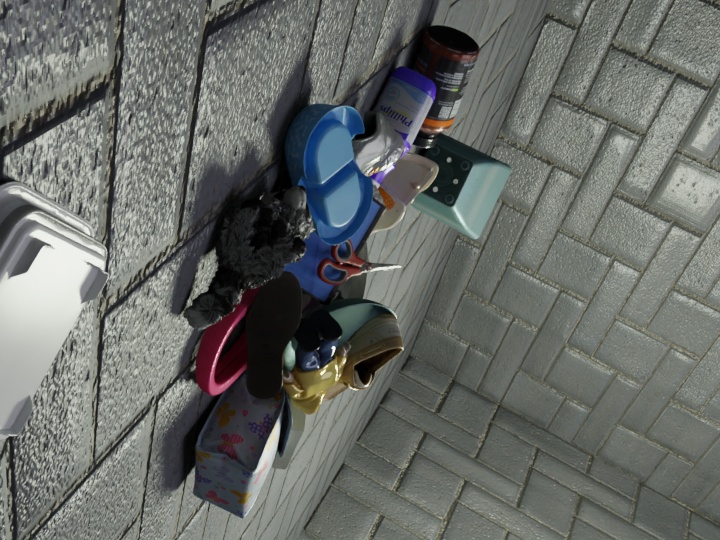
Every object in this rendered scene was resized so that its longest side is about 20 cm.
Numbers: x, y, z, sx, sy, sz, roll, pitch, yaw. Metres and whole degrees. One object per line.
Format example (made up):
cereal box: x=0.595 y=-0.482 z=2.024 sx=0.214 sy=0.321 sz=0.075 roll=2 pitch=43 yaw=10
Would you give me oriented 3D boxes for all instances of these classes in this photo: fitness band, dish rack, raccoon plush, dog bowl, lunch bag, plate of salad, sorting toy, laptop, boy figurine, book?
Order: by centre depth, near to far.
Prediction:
dish rack: x=-0.261 y=0.047 z=0.630 sx=0.202 sy=0.043 sz=0.172 roll=-62 pitch=170 yaw=-6
raccoon plush: x=-0.139 y=-0.027 z=1.043 sx=0.199 sy=0.097 sz=0.134 roll=-35 pitch=-174 yaw=10
dog bowl: x=-0.043 y=-0.128 z=1.109 sx=0.111 sy=0.049 sz=0.202 roll=-41 pitch=141 yaw=-28
laptop: x=-0.057 y=-0.060 z=1.190 sx=0.179 sy=0.102 sz=0.200 roll=-59 pitch=171 yaw=-4
fitness band: x=-0.173 y=0.091 z=1.194 sx=0.200 sy=0.037 sz=0.145 roll=-49 pitch=162 yaw=-58
boy figurine: x=-0.069 y=0.146 z=1.281 sx=0.123 sy=0.065 sz=0.202 roll=-26 pitch=150 yaw=-25
lunch bag: x=-0.177 y=0.260 z=1.356 sx=0.171 sy=0.125 sz=0.202 roll=106 pitch=6 yaw=-48
plate of salad: x=-0.019 y=0.009 z=1.473 sx=0.199 sy=0.047 sz=0.204 roll=-173 pitch=-90 yaw=-67
book: x=-0.125 y=0.232 z=1.518 sx=0.135 sy=0.047 sz=0.202 roll=113 pitch=-18 yaw=-45
sorting toy: x=0.041 y=-0.120 z=1.605 sx=0.181 sy=0.106 sz=0.200 roll=-62 pitch=173 yaw=35

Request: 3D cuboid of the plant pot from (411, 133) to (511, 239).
plant pot: x=0.217 y=-0.212 z=2.005 sx=0.198 sy=0.194 sz=0.200 roll=-64 pitch=161 yaw=6

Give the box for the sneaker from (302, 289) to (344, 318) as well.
sneaker: x=-0.047 y=0.031 z=1.379 sx=0.203 sy=0.138 sz=0.078 roll=-67 pitch=169 yaw=23

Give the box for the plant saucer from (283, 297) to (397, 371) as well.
plant saucer: x=-0.038 y=0.103 z=1.344 sx=0.197 sy=0.036 sz=0.202 roll=-18 pitch=145 yaw=-12

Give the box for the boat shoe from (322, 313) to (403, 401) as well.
boat shoe: x=-0.007 y=0.153 z=1.337 sx=0.073 sy=0.070 sz=0.200 roll=13 pitch=131 yaw=-43

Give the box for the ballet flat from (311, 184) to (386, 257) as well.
ballet flat: x=-0.033 y=-0.051 z=1.306 sx=0.200 sy=0.072 sz=0.072 roll=-44 pitch=166 yaw=-10

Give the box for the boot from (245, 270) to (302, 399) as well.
boot: x=-0.127 y=0.077 z=1.189 sx=0.076 sy=0.072 sz=0.203 roll=-98 pitch=-160 yaw=-59

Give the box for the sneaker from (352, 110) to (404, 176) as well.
sneaker: x=-0.024 y=-0.160 z=1.279 sx=0.201 sy=0.075 sz=0.092 roll=-50 pitch=135 yaw=-12

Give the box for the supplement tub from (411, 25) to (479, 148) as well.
supplement tub: x=0.132 y=-0.323 z=1.512 sx=0.107 sy=0.106 sz=0.202 roll=-49 pitch=163 yaw=-53

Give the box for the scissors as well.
scissors: x=0.000 y=0.000 z=1.289 sx=0.199 sy=0.014 sz=0.074 roll=24 pitch=91 yaw=-57

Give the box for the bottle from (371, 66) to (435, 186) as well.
bottle: x=0.049 y=-0.229 z=1.391 sx=0.202 sy=0.083 sz=0.065 roll=-63 pitch=170 yaw=-2
